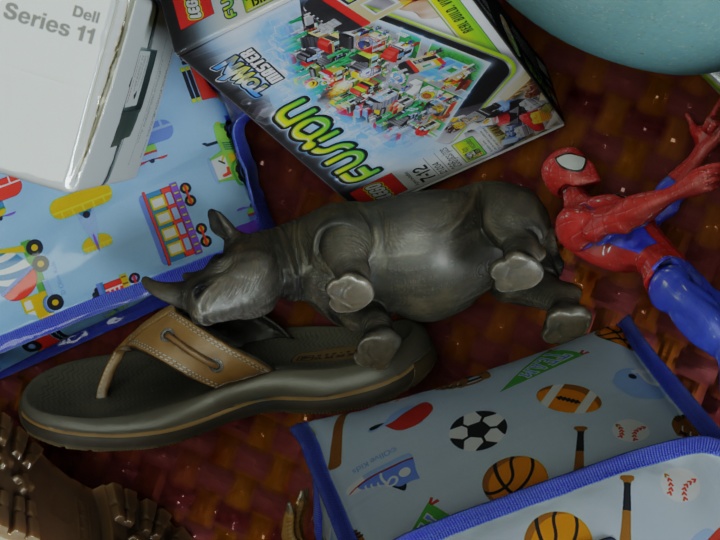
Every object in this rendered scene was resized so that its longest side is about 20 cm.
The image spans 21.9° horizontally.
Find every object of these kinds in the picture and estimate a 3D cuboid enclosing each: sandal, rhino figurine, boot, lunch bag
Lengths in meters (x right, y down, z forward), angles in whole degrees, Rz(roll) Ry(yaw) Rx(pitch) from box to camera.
[{"bbox_3d":[-0.064,0.039,0.871,0.198,0.082,0.055,-8,111,12],"label":"sandal"},{"bbox_3d":[0.000,0.000,0.841,0.197,0.088,0.060,-5,123,-2],"label":"rhino figurine"},{"bbox_3d":[-0.179,0.130,0.875,0.107,0.075,0.200,-37,123,23],"label":"boot"},{"bbox_3d":[-0.141,-0.049,0.898,0.198,0.094,0.152,-22,83,5],"label":"lunch bag"},{"bbox_3d":[0.076,0.123,0.746,0.168,0.200,0.125,-17,123,-6],"label":"lunch bag"}]

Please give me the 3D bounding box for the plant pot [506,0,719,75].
[{"bbox_3d":[0.124,-0.155,0.723,0.198,0.135,0.202,-12,50,14],"label":"plant pot"}]

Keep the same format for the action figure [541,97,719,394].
[{"bbox_3d":[0.159,-0.007,0.804,0.200,0.065,0.099,45,107,31],"label":"action figure"}]

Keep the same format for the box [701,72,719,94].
[{"bbox_3d":[0.214,-0.108,0.813,0.200,0.048,0.122,45,102,8],"label":"box"}]

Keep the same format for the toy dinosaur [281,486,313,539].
[{"bbox_3d":[0.016,0.137,0.869,0.105,0.060,0.202,23,98,12],"label":"toy dinosaur"}]

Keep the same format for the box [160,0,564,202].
[{"bbox_3d":[0.008,-0.090,0.793,0.109,0.200,0.035,-24,66,14],"label":"box"}]

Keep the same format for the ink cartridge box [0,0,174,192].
[{"bbox_3d":[-0.159,-0.092,0.764,0.145,0.200,0.084,17,94,-1],"label":"ink cartridge box"}]
